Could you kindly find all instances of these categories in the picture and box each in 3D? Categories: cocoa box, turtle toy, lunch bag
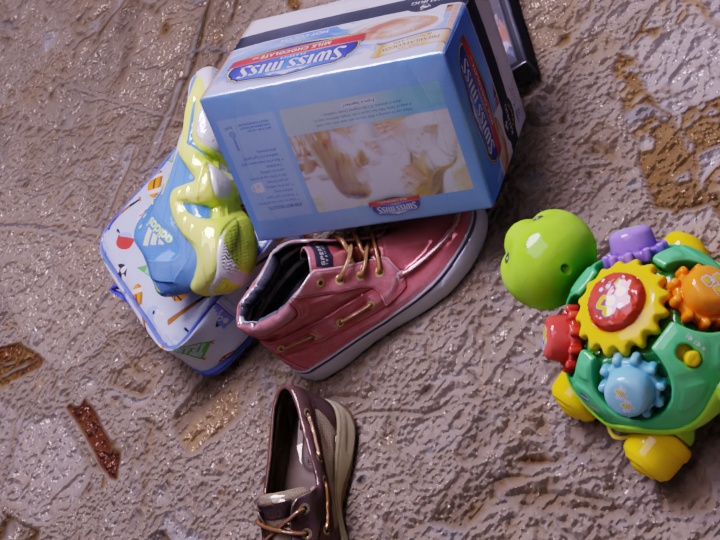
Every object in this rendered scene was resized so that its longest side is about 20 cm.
[{"bbox_3d":[0.005,-0.120,1.096,0.198,0.134,0.132,-7,32,23],"label":"cocoa box"},{"bbox_3d":[0.168,0.029,0.931,0.146,0.101,0.200,-53,42,1],"label":"turtle toy"},{"bbox_3d":[-0.140,-0.014,1.253,0.161,0.075,0.200,-49,43,8],"label":"lunch bag"}]

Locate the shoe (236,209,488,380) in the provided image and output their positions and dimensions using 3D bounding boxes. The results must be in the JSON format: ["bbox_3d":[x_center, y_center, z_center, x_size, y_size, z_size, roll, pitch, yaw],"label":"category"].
[{"bbox_3d":[0.000,0.000,1.106,0.200,0.091,0.072,-39,44,15],"label":"shoe"}]

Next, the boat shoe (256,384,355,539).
[{"bbox_3d":[-0.049,0.177,1.048,0.072,0.072,0.202,-14,56,35],"label":"boat shoe"}]

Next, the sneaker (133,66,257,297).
[{"bbox_3d":[-0.143,-0.068,1.178,0.104,0.076,0.202,-19,58,24],"label":"sneaker"}]

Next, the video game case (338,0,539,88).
[{"bbox_3d":[0.051,-0.193,1.235,0.180,0.025,0.201,-30,47,23],"label":"video game case"}]
